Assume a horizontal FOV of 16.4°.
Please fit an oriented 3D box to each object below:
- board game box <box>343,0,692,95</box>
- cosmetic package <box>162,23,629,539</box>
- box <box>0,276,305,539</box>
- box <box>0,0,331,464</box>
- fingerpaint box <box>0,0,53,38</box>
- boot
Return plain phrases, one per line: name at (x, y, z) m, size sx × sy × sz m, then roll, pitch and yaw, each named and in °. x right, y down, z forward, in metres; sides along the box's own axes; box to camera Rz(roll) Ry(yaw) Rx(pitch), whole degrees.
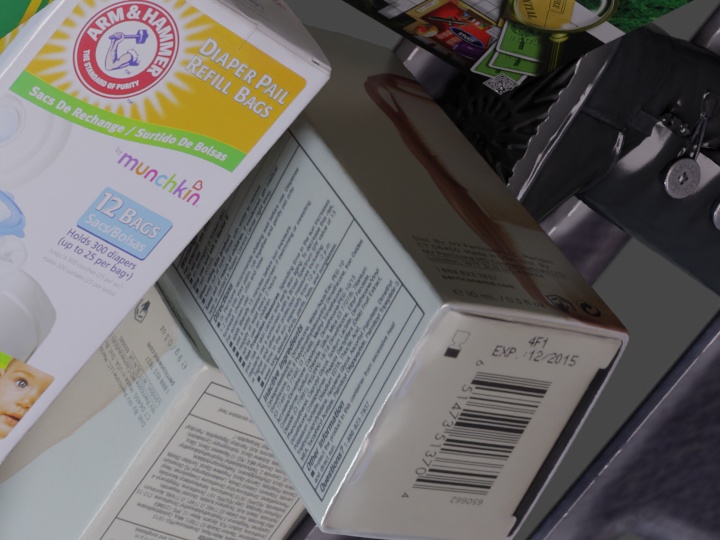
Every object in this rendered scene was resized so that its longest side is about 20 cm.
board game box at (0.020, -0.129, 0.901) m, size 0.200 × 0.023 × 0.105 m, roll 27°, pitch 141°, yaw -35°
cosmetic package at (0.000, 0.000, 0.921) m, size 0.087 × 0.200 × 0.103 m, roll 9°, pitch 120°, yaw -35°
box at (-0.097, 0.104, 1.030) m, size 0.095 × 0.078 × 0.200 m, roll 24°, pitch 111°, yaw -39°
box at (-0.125, -0.045, 0.884) m, size 0.200 × 0.101 × 0.112 m, roll -48°, pitch 132°, yaw 12°
fingerpaint box at (-0.143, -0.145, 0.731) m, size 0.167 × 0.200 × 0.073 m, roll -35°, pitch 133°, yaw 1°
boot at (0.112, -0.023, 1.064) m, size 0.200 × 0.066 × 0.165 m, roll 23°, pitch 113°, yaw -44°
